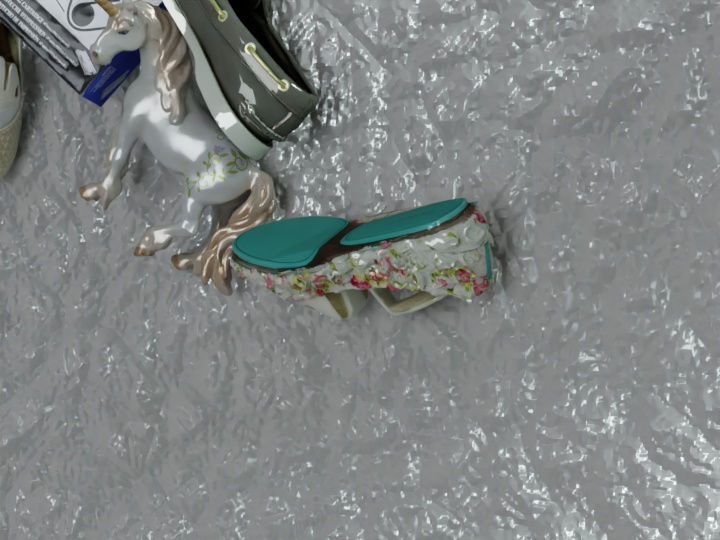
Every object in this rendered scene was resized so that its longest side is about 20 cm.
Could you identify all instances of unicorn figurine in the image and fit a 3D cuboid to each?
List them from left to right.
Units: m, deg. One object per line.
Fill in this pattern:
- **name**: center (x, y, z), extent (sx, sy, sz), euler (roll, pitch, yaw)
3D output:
- **unicorn figurine**: center (-0.130, -0.088, 1.441), extent (0.200, 0.074, 0.137), euler (38, 115, 4)

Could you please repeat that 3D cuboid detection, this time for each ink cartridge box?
- **ink cartridge box**: center (-0.222, -0.213, 1.497), extent (0.200, 0.044, 0.094), euler (43, 94, 14)

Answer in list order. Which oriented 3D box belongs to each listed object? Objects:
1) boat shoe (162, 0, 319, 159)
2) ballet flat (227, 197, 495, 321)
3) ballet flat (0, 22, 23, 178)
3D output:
- **boat shoe**: center (-0.087, -0.167, 1.422), extent (0.060, 0.072, 0.202), euler (-34, 63, 17)
- **ballet flat**: center (0.000, 0.000, 1.340), extent (0.200, 0.076, 0.064), euler (-5, 116, 44)
- **ballet flat**: center (-0.271, -0.163, 1.556), extent (0.062, 0.067, 0.200), euler (178, 90, -67)
